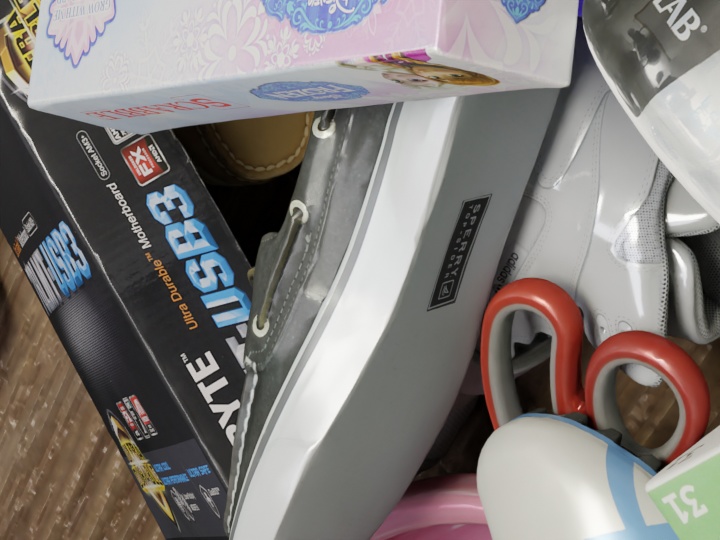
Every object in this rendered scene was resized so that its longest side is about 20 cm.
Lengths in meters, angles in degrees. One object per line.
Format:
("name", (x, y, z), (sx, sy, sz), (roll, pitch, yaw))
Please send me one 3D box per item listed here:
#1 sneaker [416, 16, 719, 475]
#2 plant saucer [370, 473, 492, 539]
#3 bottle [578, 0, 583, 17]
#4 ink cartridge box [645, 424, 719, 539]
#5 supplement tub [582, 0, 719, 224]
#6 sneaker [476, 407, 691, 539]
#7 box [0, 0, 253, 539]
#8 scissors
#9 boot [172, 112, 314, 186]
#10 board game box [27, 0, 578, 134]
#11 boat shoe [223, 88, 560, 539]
("sneaker", (0.055, 0.011, 0.809), (0.115, 0.075, 0.201), (39, 132, 26))
("plant saucer", (0.068, 0.148, 0.873), (0.200, 0.051, 0.201), (16, 124, 25))
("bottle", (0.081, -0.163, 0.693), (0.083, 0.065, 0.201), (18, 124, 36))
("ink cartridge box", (0.126, 0.048, 0.664), (0.048, 0.200, 0.145), (56, 138, 3))
("supplement tub", (0.155, -0.083, 0.575), (0.200, 0.122, 0.123), (-44, 77, 16))
("sneaker", (0.079, 0.131, 0.732), (0.072, 0.072, 0.201), (-41, 68, 50))
("box", (-0.076, 0.004, 0.895), (0.199, 0.050, 0.200), (60, 167, -2))
("scissors", (0.074, 0.091, 0.794), (0.073, 0.014, 0.201), (14, 129, 30))
("boot", (-0.008, -0.111, 0.805), (0.155, 0.073, 0.201), (15, 116, 44))
("board game box", (-0.011, -0.140, 0.675), (0.200, 0.041, 0.201), (-2, 79, 56))
("boat shoe", (0.000, 0.000, 0.759), (0.057, 0.069, 0.201), (33, 112, 29))
